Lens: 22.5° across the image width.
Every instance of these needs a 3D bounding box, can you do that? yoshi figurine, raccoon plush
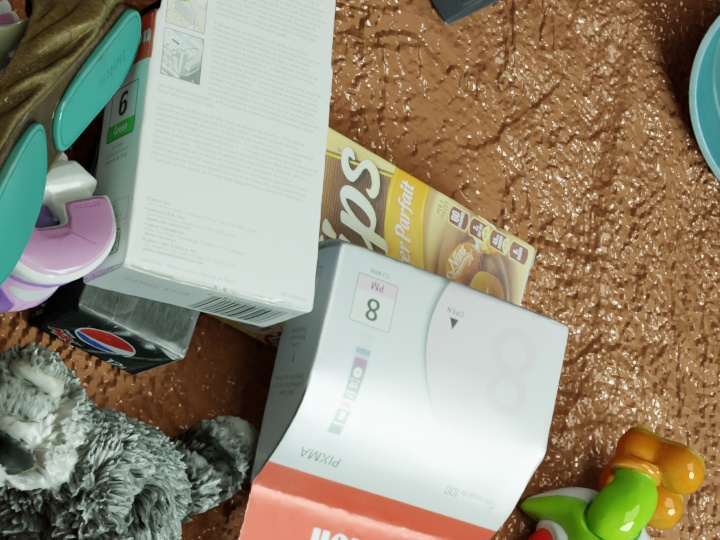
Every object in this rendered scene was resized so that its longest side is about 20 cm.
[{"bbox_3d":[0.148,0.200,1.071,0.113,0.112,0.200,50,59,-24],"label":"yoshi figurine"},{"bbox_3d":[-0.133,0.072,0.897,0.200,0.096,0.135,-44,128,-62],"label":"raccoon plush"}]

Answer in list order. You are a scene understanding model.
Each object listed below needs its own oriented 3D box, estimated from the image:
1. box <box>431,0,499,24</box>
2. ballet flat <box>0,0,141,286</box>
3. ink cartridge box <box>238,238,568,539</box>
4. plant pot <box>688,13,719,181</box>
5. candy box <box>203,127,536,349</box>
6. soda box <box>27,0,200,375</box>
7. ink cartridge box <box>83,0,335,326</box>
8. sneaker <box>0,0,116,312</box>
[{"bbox_3d":[0.112,-0.265,1.142,0.200,0.106,0.123,-42,104,-34],"label":"box"},{"bbox_3d":[-0.166,-0.065,0.823,0.072,0.068,0.201,15,48,7],"label":"ballet flat"},{"bbox_3d":[0.023,0.103,0.979,0.162,0.057,0.201,20,71,-31],"label":"ink cartridge box"},{"bbox_3d":[0.349,-0.150,1.247,0.201,0.199,0.188,55,40,-13],"label":"plant pot"},{"bbox_3d":[0.000,0.000,1.035,0.199,0.055,0.116,29,66,-29],"label":"candy box"},{"bbox_3d":[-0.106,-0.051,0.966,0.071,0.063,0.201,29,64,-28],"label":"soda box"},{"bbox_3d":[-0.073,-0.081,0.926,0.108,0.050,0.201,15,71,-32],"label":"ink cartridge box"},{"bbox_3d":[-0.196,-0.061,0.898,0.080,0.089,0.201,-15,67,-34],"label":"sneaker"}]
